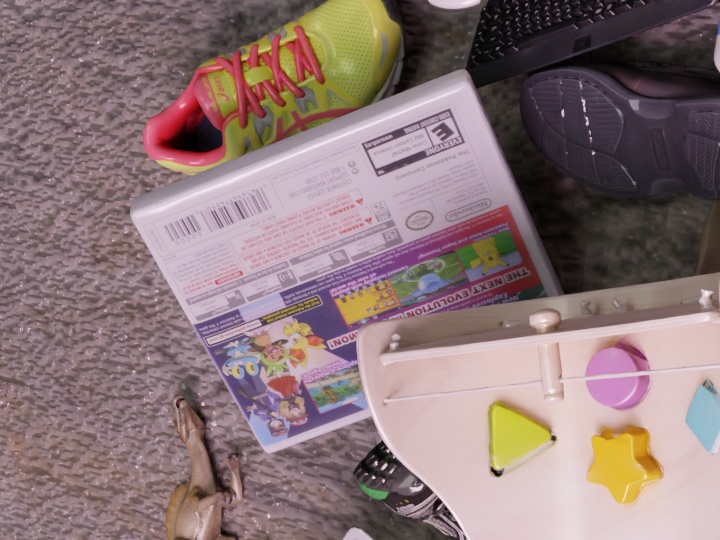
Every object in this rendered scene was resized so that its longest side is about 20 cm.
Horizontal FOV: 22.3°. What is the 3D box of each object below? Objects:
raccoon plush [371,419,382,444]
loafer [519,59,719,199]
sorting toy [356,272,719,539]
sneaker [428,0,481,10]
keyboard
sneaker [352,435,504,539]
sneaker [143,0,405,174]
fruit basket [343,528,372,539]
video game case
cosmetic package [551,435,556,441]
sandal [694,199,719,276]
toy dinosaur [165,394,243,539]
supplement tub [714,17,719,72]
[{"bbox_3d":[-0.004,0.016,1.076,0.097,0.134,0.200,-19,79,37],"label":"raccoon plush"},{"bbox_3d":[0.169,-0.078,0.985,0.200,0.063,0.072,18,123,54],"label":"loafer"},{"bbox_3d":[0.116,0.099,0.865,0.200,0.107,0.180,-9,88,36],"label":"sorting toy"},{"bbox_3d":[0.100,-0.227,0.964,0.200,0.090,0.078,-39,37,0],"label":"sneaker"},{"bbox_3d":[0.125,-0.167,0.990,0.200,0.040,0.104,-14,48,50],"label":"keyboard"},{"bbox_3d":[0.061,0.112,0.997,0.078,0.200,0.085,-42,75,11],"label":"sneaker"},{"bbox_3d":[-0.056,-0.111,1.136,0.200,0.090,0.078,-36,68,33],"label":"sneaker"},{"bbox_3d":[0.021,0.261,1.013,0.185,0.094,0.200,42,124,11],"label":"fruit basket"},{"bbox_3d":[0.000,0.000,1.023,0.200,0.023,0.182,-21,121,9],"label":"video game case"},{"bbox_3d":[0.183,0.142,0.938,0.200,0.108,0.085,34,102,32],"label":"cosmetic package"},{"bbox_3d":[0.198,0.028,0.907,0.080,0.054,0.200,1,60,13],"label":"sandal"},{"bbox_3d":[-0.110,0.188,1.233,0.101,0.058,0.200,11,91,54],"label":"toy dinosaur"},{"bbox_3d":[0.247,-0.180,0.865,0.132,0.132,0.200,16,101,38],"label":"supplement tub"}]
